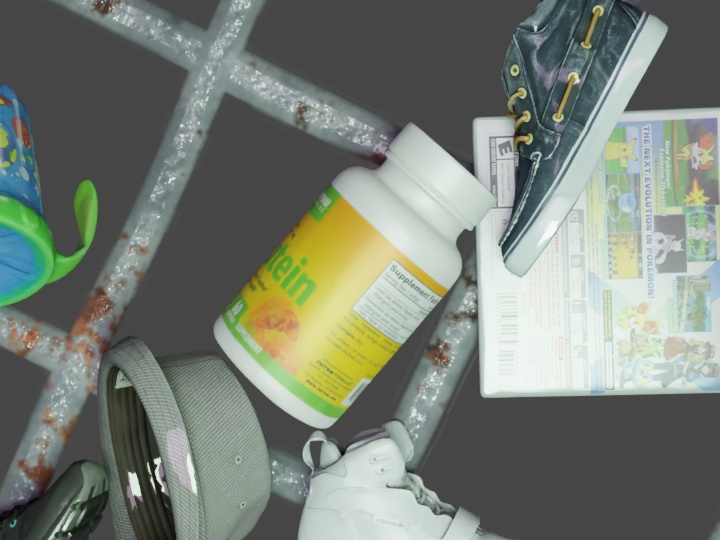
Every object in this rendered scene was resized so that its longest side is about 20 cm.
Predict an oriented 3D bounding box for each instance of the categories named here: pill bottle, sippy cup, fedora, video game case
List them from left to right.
[{"bbox_3d":[-0.281,-0.060,0.884,0.138,0.178,0.132,-17,60,16],"label":"sippy cup"},{"bbox_3d":[-0.119,0.136,0.891,0.089,0.176,0.203,-13,110,-26],"label":"fedora"},{"bbox_3d":[0.000,0.000,0.879,0.111,0.111,0.200,41,95,2],"label":"pill bottle"},{"bbox_3d":[0.173,-0.012,0.909,0.179,0.022,0.203,-2,91,5],"label":"video game case"}]

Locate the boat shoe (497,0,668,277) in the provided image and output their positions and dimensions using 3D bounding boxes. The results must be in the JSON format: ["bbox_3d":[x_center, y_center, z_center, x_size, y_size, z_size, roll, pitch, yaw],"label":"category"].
[{"bbox_3d":[0.125,-0.101,0.869,0.090,0.071,0.202,28,87,5],"label":"boat shoe"}]

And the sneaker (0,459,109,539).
[{"bbox_3d":[-0.260,0.208,0.923,0.079,0.075,0.201,41,102,11],"label":"sneaker"}]

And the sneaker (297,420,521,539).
[{"bbox_3d":[0.047,0.172,0.899,0.197,0.075,0.117,2,95,8],"label":"sneaker"}]
